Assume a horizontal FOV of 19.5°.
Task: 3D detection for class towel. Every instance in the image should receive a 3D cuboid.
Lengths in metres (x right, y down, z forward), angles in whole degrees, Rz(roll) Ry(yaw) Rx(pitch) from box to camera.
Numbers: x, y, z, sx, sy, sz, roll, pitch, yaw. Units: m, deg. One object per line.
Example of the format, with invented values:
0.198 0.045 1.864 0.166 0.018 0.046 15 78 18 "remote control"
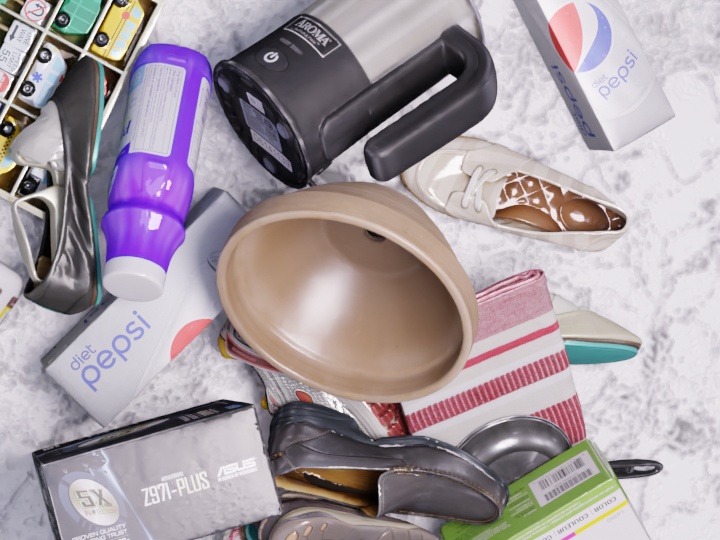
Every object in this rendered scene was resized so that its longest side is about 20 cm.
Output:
0.103 0.101 1.702 0.144 0.023 0.200 -22 126 -4 "towel"

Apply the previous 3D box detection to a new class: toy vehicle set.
-0.253 -0.154 1.651 0.124 0.027 0.200 27 88 -13 "toy vehicle set"

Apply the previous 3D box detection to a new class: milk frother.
0.009 -0.122 1.667 0.188 0.200 0.181 -36 70 -19 "milk frother"

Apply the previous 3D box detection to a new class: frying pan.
0.155 0.184 1.746 0.190 0.031 0.115 23 112 -27 "frying pan"

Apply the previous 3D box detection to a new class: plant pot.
0.000 0.000 1.575 0.201 0.201 0.093 36 48 -12 "plant pot"

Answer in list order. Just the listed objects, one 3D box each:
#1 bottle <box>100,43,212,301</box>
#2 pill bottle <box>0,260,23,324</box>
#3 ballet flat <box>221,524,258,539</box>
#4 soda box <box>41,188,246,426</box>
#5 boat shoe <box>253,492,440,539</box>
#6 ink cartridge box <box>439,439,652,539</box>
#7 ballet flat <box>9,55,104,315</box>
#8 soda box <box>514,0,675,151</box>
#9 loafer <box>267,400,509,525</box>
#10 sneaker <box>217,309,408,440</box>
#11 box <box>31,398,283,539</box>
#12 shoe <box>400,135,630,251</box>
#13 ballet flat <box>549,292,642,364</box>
-0.159 -0.074 1.610 0.065 0.084 0.201 11 62 -7 "bottle"
-0.355 0.060 1.601 0.109 0.109 0.200 36 86 -12 "pill bottle"
-0.040 0.276 1.716 0.200 0.076 0.064 40 116 -8 "ballet flat"
-0.158 0.028 1.657 0.200 0.063 0.068 -45 102 -6 "soda box"
-0.006 0.216 1.692 0.200 0.073 0.075 26 101 -43 "boat shoe"
0.179 0.262 1.715 0.148 0.076 0.200 -31 113 2 "ink cartridge box"
-0.231 -0.067 1.601 0.068 0.068 0.201 2 85 -24 "ballet flat"
0.180 -0.199 1.721 0.063 0.068 0.200 -29 100 -9 "soda box"
0.019 0.170 1.656 0.199 0.072 0.073 15 132 0 "loafer"
-0.034 0.094 1.702 0.082 0.078 0.200 -38 107 20 "sneaker"
-0.160 0.161 1.601 0.163 0.200 0.086 -15 91 -10 "box"
0.130 -0.064 1.727 0.199 0.053 0.070 16 90 -13 "shoe"
0.134 0.048 1.735 0.199 0.069 0.070 -5 95 -11 "ballet flat"
